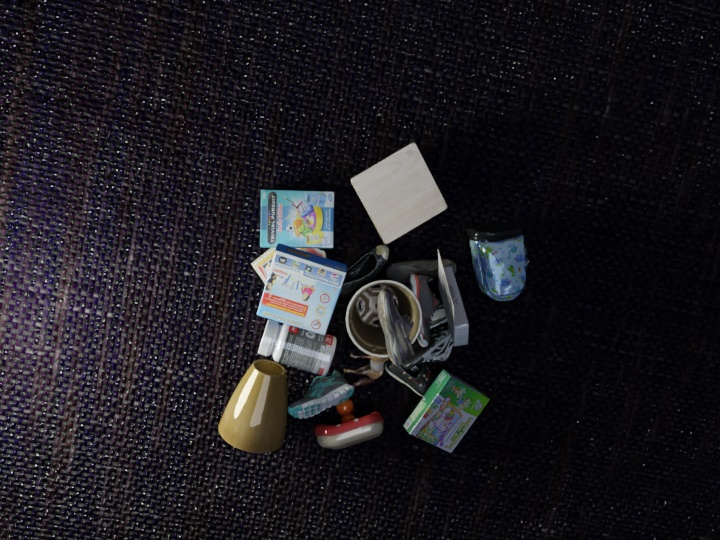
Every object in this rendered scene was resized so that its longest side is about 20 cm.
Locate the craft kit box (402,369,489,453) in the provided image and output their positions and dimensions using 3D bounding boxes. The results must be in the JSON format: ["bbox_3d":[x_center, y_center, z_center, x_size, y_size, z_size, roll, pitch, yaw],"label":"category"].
[{"bbox_3d":[0.248,0.406,1.689,0.197,0.048,0.201,31,95,-37],"label":"craft kit box"}]

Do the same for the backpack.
[{"bbox_3d":[0.386,-0.017,1.639,0.160,0.154,0.203,-6,112,-10],"label":"backpack"}]

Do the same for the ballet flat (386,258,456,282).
[{"bbox_3d":[0.171,-0.007,1.664,0.197,0.047,0.068,-5,132,1],"label":"ballet flat"}]

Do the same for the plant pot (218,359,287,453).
[{"bbox_3d":[-0.269,0.352,1.592,0.184,0.187,0.203,16,105,-7],"label":"plant pot"}]

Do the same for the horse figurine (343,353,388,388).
[{"bbox_3d":[0.027,0.262,1.663,0.130,0.050,0.202,8,128,-10],"label":"horse figurine"}]

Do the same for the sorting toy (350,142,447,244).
[{"bbox_3d":[0.103,-0.210,1.612,0.198,0.070,0.201,-30,100,0],"label":"sorting toy"}]

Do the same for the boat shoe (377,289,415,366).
[{"bbox_3d":[0.093,0.138,1.483,0.072,0.074,0.203,-16,108,-12],"label":"boat shoe"}]

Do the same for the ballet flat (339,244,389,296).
[{"bbox_3d":[0.000,0.000,1.633,0.199,0.057,0.067,-40,59,3],"label":"ballet flat"}]

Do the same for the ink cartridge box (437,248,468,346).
[{"bbox_3d":[0.244,0.068,1.562,0.043,0.202,0.175,-9,140,0],"label":"ink cartridge box"}]

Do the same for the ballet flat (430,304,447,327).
[{"bbox_3d":[0.184,0.140,1.669,0.198,0.069,0.070,-23,100,-1],"label":"ballet flat"}]

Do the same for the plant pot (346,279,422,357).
[{"bbox_3d":[0.053,0.112,1.597,0.197,0.184,0.204,-1,98,-5],"label":"plant pot"}]

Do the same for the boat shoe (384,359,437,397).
[{"bbox_3d":[0.168,0.302,1.685,0.200,0.074,0.063,31,132,-6],"label":"boat shoe"}]

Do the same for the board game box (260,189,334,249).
[{"bbox_3d":[-0.170,-0.137,1.599,0.197,0.047,0.154,1,88,-5],"label":"board game box"}]

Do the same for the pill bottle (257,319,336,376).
[{"bbox_3d":[-0.174,0.209,1.629,0.197,0.114,0.115,18,97,-7],"label":"pill bottle"}]

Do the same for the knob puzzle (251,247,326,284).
[{"bbox_3d":[-0.177,0.009,1.641,0.216,0.030,0.223,-1,98,-5],"label":"knob puzzle"}]

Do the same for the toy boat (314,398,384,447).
[{"bbox_3d":[-0.037,0.427,1.684,0.197,0.131,0.132,-17,69,-3],"label":"toy boat"}]

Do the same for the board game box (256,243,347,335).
[{"bbox_3d":[-0.158,0.052,1.589,0.197,0.056,0.198,18,112,-7],"label":"board game box"}]

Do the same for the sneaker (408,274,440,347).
[{"bbox_3d":[0.182,0.105,1.610,0.080,0.077,0.203,-4,78,-4],"label":"sneaker"}]

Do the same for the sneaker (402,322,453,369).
[{"bbox_3d":[0.205,0.232,1.663,0.199,0.074,0.089,-34,109,-21],"label":"sneaker"}]

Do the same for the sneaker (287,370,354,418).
[{"bbox_3d":[-0.120,0.343,1.649,0.198,0.092,0.078,-16,144,-29],"label":"sneaker"}]
